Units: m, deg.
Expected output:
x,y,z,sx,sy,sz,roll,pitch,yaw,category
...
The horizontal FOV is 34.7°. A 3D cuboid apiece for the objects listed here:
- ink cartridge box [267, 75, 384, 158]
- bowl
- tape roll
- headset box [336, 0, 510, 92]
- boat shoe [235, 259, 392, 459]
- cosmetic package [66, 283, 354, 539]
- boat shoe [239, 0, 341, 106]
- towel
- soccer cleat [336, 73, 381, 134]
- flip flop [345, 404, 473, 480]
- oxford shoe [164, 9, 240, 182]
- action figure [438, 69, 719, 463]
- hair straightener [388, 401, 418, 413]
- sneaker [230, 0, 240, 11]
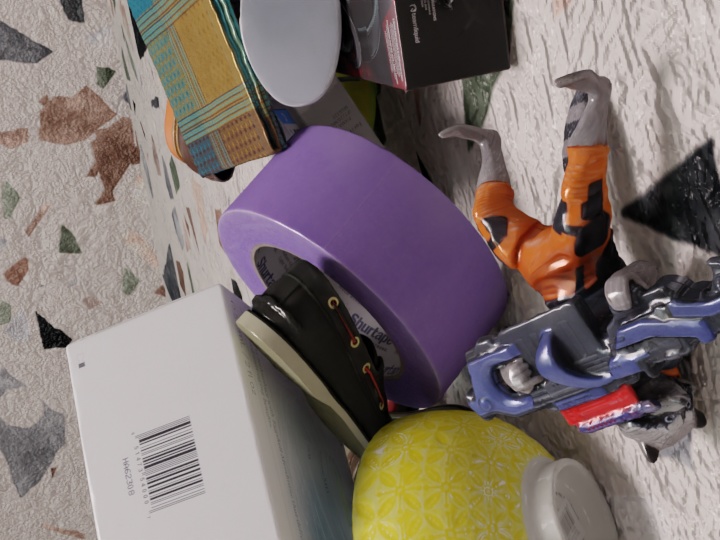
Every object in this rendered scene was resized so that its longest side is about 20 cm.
x,y,z,sx,sy,sz,roll,pitch,yaw,category
-0.019,-0.081,0.930,0.177,0.045,0.200,53,170,-16,ink cartridge box
0.097,0.172,0.720,0.107,0.199,0.203,-26,74,30,bowl
0.000,0.000,0.817,0.199,0.085,0.201,36,159,16,tape roll
0.025,-0.202,0.746,0.200,0.076,0.151,-140,38,-67,headset box
-0.008,0.074,0.765,0.073,0.063,0.202,29,160,43,boat shoe
-0.085,0.147,0.791,0.200,0.121,0.202,49,-157,-65,cosmetic package
-0.057,-0.211,0.778,0.066,0.069,0.203,-61,-45,-84,boat shoe
-0.122,-0.171,0.827,0.146,0.022,0.202,-5,109,61,towel
-0.043,-0.164,0.991,0.201,0.083,0.065,-124,40,-52,soccer cleat
0.024,0.161,0.955,0.199,0.057,0.082,-20,95,45,flip flop
-0.113,-0.167,0.909,0.073,0.071,0.202,41,138,45,oxford shoe
0.132,-0.003,0.576,0.199,0.104,0.196,-17,94,48,action figure
0.036,0.156,1.032,0.041,0.076,0.203,33,121,44,hair straightener
-0.062,-0.235,0.884,0.199,0.074,0.088,35,-146,-47,sneaker
